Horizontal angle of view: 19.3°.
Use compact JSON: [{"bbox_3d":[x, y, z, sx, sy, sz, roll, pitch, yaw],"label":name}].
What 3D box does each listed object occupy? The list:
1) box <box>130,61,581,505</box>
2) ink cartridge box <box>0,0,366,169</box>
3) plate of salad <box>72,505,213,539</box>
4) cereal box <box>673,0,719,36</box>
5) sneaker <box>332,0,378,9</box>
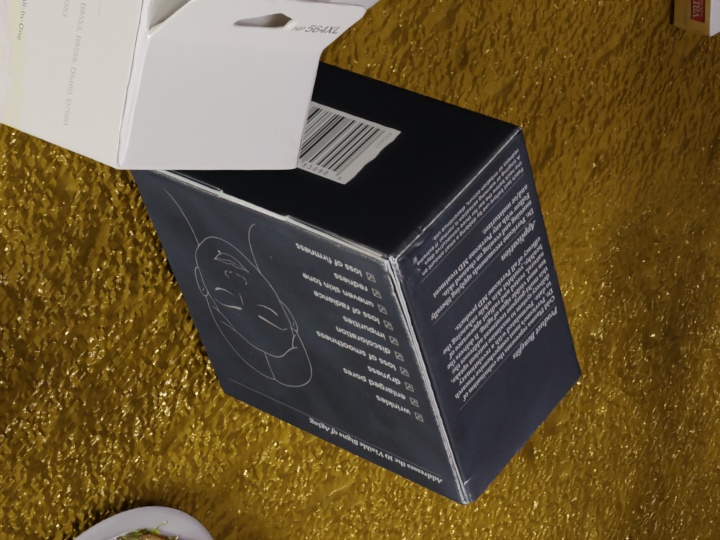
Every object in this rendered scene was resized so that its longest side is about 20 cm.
[{"bbox_3d":[0.000,0.000,1.210,0.124,0.200,0.197,-45,138,-29],"label":"box"},{"bbox_3d":[-0.111,-0.126,1.006,0.128,0.200,0.125,-5,111,-50],"label":"ink cartridge box"},{"bbox_3d":[-0.146,0.239,1.280,0.200,0.048,0.200,-28,129,-41],"label":"plate of salad"},{"bbox_3d":[0.307,-0.274,1.584,0.200,0.040,0.144,-32,131,-38],"label":"cereal box"},{"bbox_3d":[-0.011,-0.234,1.188,0.200,0.081,0.147,-36,125,-31],"label":"sneaker"}]
